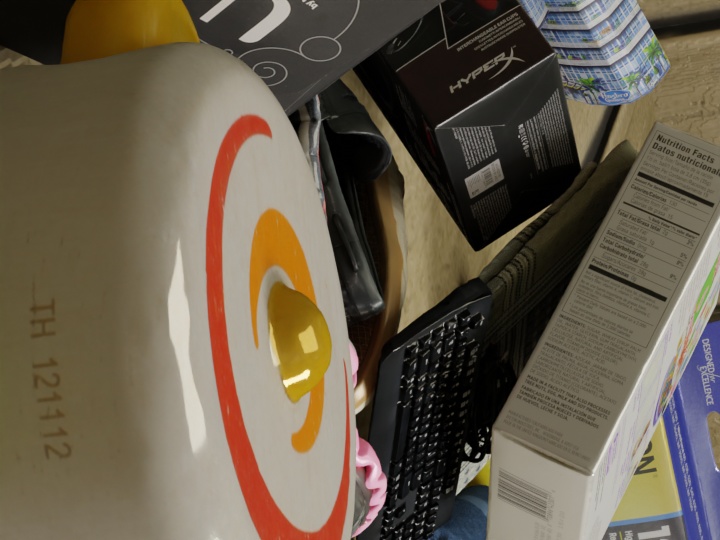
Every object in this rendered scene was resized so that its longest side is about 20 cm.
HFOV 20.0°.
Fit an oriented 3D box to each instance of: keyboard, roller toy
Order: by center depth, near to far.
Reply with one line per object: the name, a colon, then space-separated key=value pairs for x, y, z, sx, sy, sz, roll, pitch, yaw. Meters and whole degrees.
roller toy: x=-0.075 y=0.027 z=0.611 sx=0.201 sy=0.138 sz=0.184 roll=-79 pitch=156 yaw=-54
keyboard: x=0.047 y=0.085 z=1.038 sx=0.104 sy=0.040 sz=0.201 roll=-37 pitch=153 yaw=-30

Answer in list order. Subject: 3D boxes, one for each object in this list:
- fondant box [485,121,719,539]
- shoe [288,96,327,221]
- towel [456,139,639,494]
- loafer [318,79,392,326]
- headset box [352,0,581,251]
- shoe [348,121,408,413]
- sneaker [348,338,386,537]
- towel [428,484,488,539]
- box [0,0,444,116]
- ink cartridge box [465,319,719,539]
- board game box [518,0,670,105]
fondant box: x=0.133 y=0.046 z=1.065 sx=0.201 sy=0.058 sz=0.145 roll=-58 pitch=163 yaw=-26
shoe: x=-0.070 y=-0.095 z=0.794 sx=0.071 sy=0.090 sz=0.202 roll=-39 pitch=120 yaw=-73
towel: x=0.077 y=0.039 z=1.124 sx=0.200 sy=0.034 sz=0.193 roll=-41 pitch=154 yaw=-25
loafer: x=-0.018 y=-0.059 z=1.012 sx=0.068 sy=0.070 sz=0.202 roll=57 pitch=27 yaw=-58
headset box: x=0.030 y=-0.132 z=1.087 sx=0.201 sy=0.075 sz=0.149 roll=57 pitch=-3 yaw=27
shoe: x=0.000 y=0.000 z=1.047 sx=0.053 sy=0.069 sz=0.201 roll=49 pitch=31 yaw=-38
sneaker: x=-0.046 y=0.084 z=0.869 sx=0.096 sy=0.079 sz=0.201 roll=-53 pitch=156 yaw=-21
towel: x=0.069 y=0.196 z=1.263 sx=0.200 sy=0.048 sz=0.113 roll=-5 pitch=87 yaw=-75
box: x=-0.059 y=-0.173 z=0.704 sx=0.148 sy=0.124 sz=0.202 roll=23 pitch=53 yaw=-32
ink cartridge box: x=0.168 y=0.137 z=1.375 sx=0.047 sy=0.198 sz=0.199 roll=-77 pitch=154 yaw=-56
board game box: x=0.061 y=-0.185 z=1.228 sx=0.062 sy=0.199 sz=0.200 roll=-54 pitch=135 yaw=-15
